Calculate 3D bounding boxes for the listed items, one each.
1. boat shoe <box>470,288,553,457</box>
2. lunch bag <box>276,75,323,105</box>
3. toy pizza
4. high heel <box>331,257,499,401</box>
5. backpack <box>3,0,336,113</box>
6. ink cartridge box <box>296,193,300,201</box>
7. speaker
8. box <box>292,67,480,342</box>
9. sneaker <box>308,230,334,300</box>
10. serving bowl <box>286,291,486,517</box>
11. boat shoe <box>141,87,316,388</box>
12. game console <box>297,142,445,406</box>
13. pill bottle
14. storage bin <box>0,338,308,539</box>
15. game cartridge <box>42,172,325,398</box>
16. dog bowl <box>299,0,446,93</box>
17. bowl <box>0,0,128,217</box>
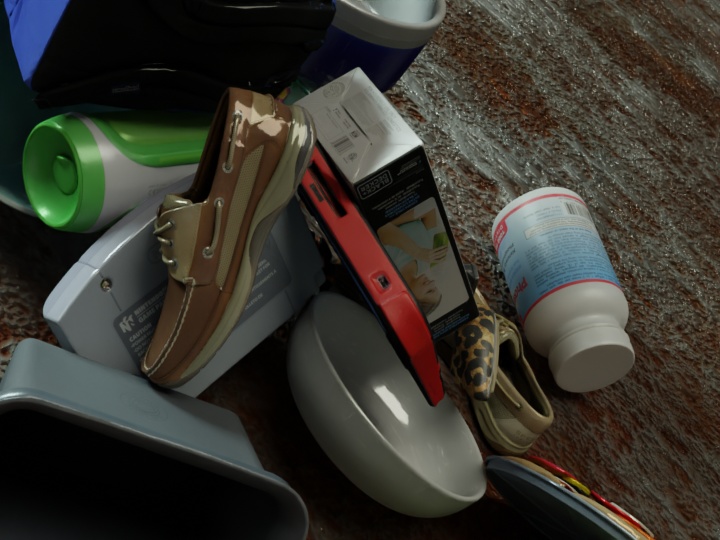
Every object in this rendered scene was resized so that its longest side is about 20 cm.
[{"bbox_3d":[0.124,0.073,0.984,0.072,0.065,0.201,10,45,-35],"label":"boat shoe"},{"bbox_3d":[-0.077,-0.197,0.930,0.200,0.077,0.160,40,34,2],"label":"lunch bag"},{"bbox_3d":[0.184,0.202,0.821,0.200,0.200,0.032,40,76,-2],"label":"toy pizza"},{"bbox_3d":[0.042,0.046,0.907,0.141,0.072,0.201,6,30,-8],"label":"high heel"},{"bbox_3d":[-0.122,-0.207,0.718,0.198,0.162,0.169,4,56,-39],"label":"backpack"},{"bbox_3d":[-0.099,-0.130,0.976,0.146,0.083,0.200,43,37,4],"label":"ink cartridge box"},{"bbox_3d":[-0.143,-0.080,0.774,0.199,0.089,0.089,-14,62,-48],"label":"speaker"},{"bbox_3d":[0.024,-0.044,0.824,0.117,0.060,0.201,55,-8,44],"label":"box"},{"bbox_3d":[-0.116,0.011,0.824,0.198,0.078,0.076,4,68,-37],"label":"sneaker"},{"bbox_3d":[0.010,0.114,0.815,0.200,0.066,0.200,44,15,-15],"label":"serving bowl"},{"bbox_3d":[-0.100,-0.024,0.675,0.071,0.202,0.076,25,-3,-25],"label":"boat shoe"},{"bbox_3d":[0.000,0.000,0.794,0.031,0.177,0.201,-29,66,-5],"label":"game console"},{"bbox_3d":[0.211,0.020,1.081,0.108,0.109,0.201,15,43,-30],"label":"pill bottle"},{"bbox_3d":[-0.150,0.134,0.631,0.198,0.147,0.134,24,12,-21],"label":"storage bin"},{"bbox_3d":[-0.118,0.010,0.733,0.200,0.134,0.040,-40,38,-28],"label":"game cartridge"},{"bbox_3d":[-0.029,-0.244,0.889,0.199,0.079,0.201,25,37,-21],"label":"dog bowl"},{"bbox_3d":[-0.253,-0.139,0.788,0.200,0.104,0.204,-5,97,-49],"label":"bowl"}]
